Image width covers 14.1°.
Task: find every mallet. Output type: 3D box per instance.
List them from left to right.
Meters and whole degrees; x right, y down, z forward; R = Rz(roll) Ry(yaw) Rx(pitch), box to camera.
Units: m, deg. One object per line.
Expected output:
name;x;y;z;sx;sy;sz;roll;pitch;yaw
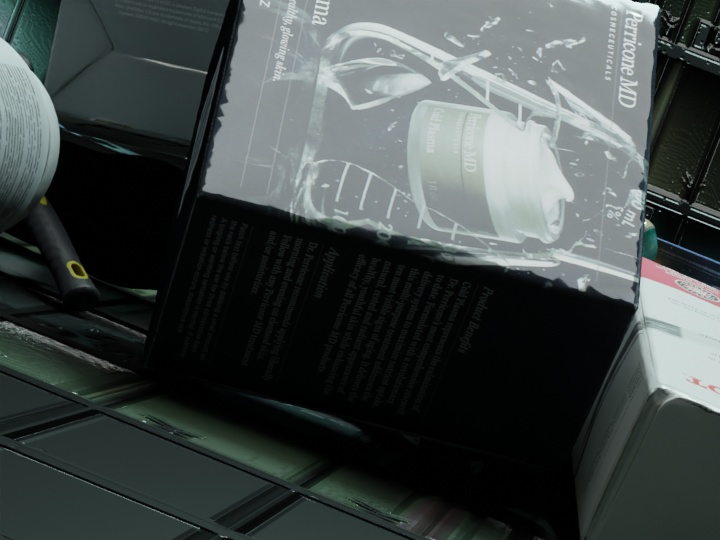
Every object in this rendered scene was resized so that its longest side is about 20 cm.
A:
mallet;-0.181;-0.051;1.459;0.066;0.041;0.200;12;33;-30

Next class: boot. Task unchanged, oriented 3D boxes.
boot;-0.192;-0.049;1.566;0.198;0.074;0.162;22;5;30

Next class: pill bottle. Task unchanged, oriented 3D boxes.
pill bottle;-0.205;-0.062;1.312;0.113;0.114;0.200;22;3;8

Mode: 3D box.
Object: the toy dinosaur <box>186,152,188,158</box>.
toy dinosaur;-0.066;-0.003;1.526;0.076;0.103;0.200;13;-4;-6

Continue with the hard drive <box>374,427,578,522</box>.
hard drive;0.102;0.094;1.410;0.199;0.038;0.140;21;3;-19

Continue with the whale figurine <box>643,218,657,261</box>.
whale figurine;0.094;0.031;1.494;0.104;0.159;0.200;59;-12;7

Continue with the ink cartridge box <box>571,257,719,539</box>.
ink cartridge box;0.172;0.081;1.287;0.145;0.085;0.200;23;14;-4

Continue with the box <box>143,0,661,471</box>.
box;0.022;-0.039;1.314;0.195;0.124;0.201;15;47;-7

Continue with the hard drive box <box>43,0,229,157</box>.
hard drive box;-0.079;-0.099;1.534;0.155;0.077;0.200;13;0;-1

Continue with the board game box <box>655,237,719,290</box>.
board game box;0.168;0.057;1.576;0.034;0.136;0.200;19;3;-30
